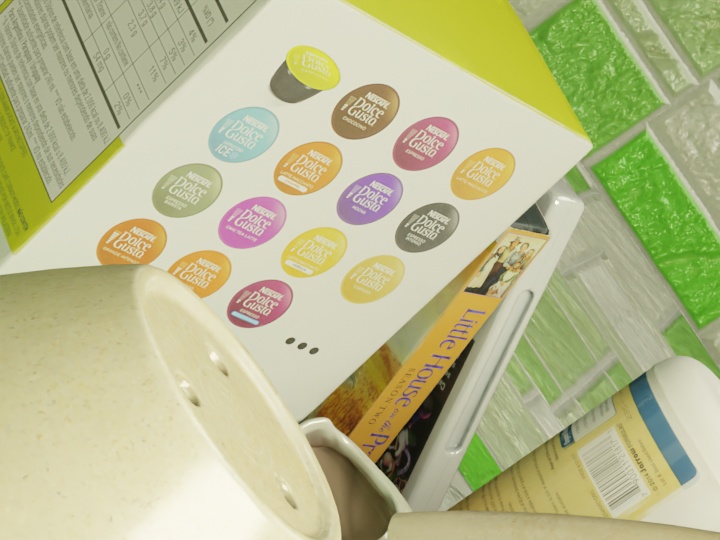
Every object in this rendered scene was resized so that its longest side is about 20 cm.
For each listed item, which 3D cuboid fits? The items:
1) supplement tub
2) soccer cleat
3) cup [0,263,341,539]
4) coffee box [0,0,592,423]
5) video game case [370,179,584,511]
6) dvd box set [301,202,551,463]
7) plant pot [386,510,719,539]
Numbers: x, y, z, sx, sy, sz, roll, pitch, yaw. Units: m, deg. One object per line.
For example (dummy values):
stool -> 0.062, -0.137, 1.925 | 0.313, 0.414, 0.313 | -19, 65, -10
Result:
supplement tub -> 0.113, 0.149, 1.384 | 0.145, 0.200, 0.145 | 53, 9, -12
soccer cleat -> 0.017, 0.153, 1.291 | 0.200, 0.069, 0.078 | 55, -19, 26
cup -> -0.091, 0.080, 0.861 | 0.200, 0.143, 0.200 | 53, 12, -16
coffee box -> -0.060, -0.091, 1.271 | 0.199, 0.198, 0.200 | 25, 30, -45
video game case -> 0.015, -0.003, 1.406 | 0.023, 0.182, 0.200 | 10, 24, -36
dvd box set -> 0.000, 0.000, 1.378 | 0.029, 0.200, 0.147 | 9, 42, -37
plant pot -> 0.128, 0.209, 1.161 | 0.200, 0.177, 0.200 | 44, 42, -46
